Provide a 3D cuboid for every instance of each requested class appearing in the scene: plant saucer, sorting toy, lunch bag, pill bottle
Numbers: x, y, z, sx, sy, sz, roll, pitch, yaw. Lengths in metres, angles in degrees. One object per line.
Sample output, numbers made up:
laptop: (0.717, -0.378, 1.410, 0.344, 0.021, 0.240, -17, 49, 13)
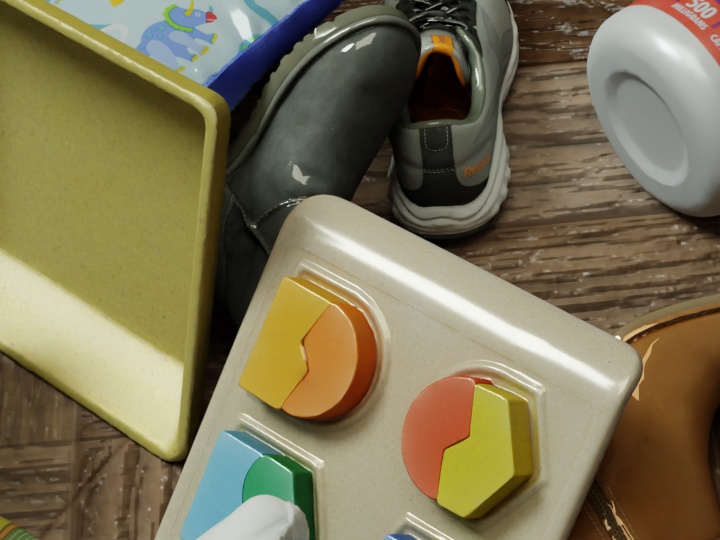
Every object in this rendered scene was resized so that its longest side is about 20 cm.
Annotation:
plant saucer: (-0.134, -0.038, 0.996, 0.200, 0.201, 0.048, 30, 40, 27)
sorting toy: (0.002, 0.088, 0.896, 0.185, 0.036, 0.201, 28, 95, 32)
lunch bag: (-0.101, -0.131, 1.085, 0.199, 0.128, 0.170, 12, 49, 45)
pill bottle: (0.219, -0.118, 1.063, 0.200, 0.113, 0.112, -32, 54, -18)

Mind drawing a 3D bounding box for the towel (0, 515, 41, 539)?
towel: (-0.216, 0.129, 0.973, 0.199, 0.018, 0.086, 26, 52, 26)

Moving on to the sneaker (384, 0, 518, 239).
sneaker: (0.046, -0.113, 1.102, 0.074, 0.080, 0.201, -5, 49, 5)

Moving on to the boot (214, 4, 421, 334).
boot: (0.002, 0.000, 0.978, 0.182, 0.072, 0.200, -52, 44, 20)

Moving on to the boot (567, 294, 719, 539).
boot: (0.137, 0.106, 0.912, 0.199, 0.077, 0.155, -27, 56, -23)

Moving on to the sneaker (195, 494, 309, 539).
sneaker: (-0.111, 0.153, 0.871, 0.200, 0.078, 0.099, -42, 61, -8)
